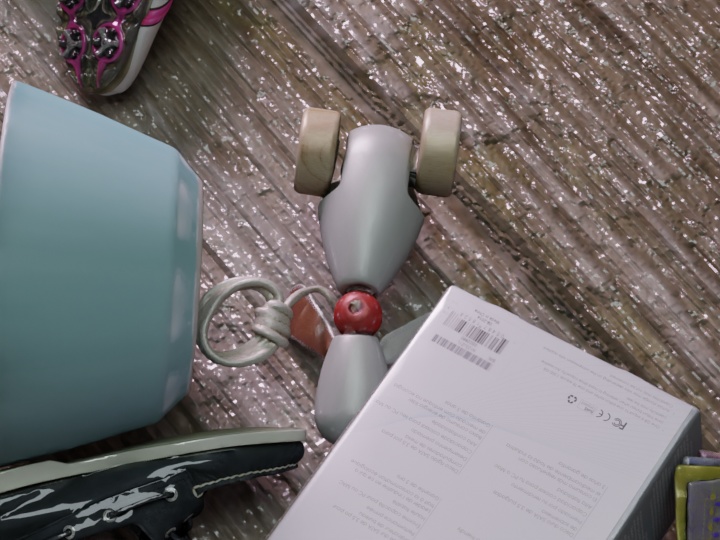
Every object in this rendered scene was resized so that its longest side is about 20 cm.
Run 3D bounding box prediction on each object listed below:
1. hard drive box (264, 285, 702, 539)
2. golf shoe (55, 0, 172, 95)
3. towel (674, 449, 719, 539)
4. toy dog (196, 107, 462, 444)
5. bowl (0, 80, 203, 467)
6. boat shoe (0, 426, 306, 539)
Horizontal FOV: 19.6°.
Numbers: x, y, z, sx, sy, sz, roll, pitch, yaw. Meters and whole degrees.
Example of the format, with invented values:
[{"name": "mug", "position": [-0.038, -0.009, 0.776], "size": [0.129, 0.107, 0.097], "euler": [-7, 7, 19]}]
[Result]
[{"name": "hard drive box", "position": [0.059, 0.131, 1.066], "size": [0.155, 0.077, 0.200], "euler": [27, 66, 25]}, {"name": "golf shoe", "position": [-0.125, -0.197, 1.287], "size": [0.072, 0.092, 0.201], "euler": [5, 76, 36]}, {"name": "towel", "position": [0.247, 0.170, 1.059], "size": [0.199, 0.023, 0.145], "euler": [6, 88, -10]}, {"name": "toy dog", "position": [0.000, 0.000, 1.178], "size": [0.131, 0.096, 0.201], "euler": [25, 75, 10]}, {"name": "bowl", "position": [-0.138, 0.006, 1.095], "size": [0.104, 0.201, 0.202], "euler": [4, 58, -7]}, {"name": "boat shoe", "position": [-0.121, 0.125, 1.096], "size": [0.198, 0.074, 0.067], "euler": [-9, 87, -18]}]
